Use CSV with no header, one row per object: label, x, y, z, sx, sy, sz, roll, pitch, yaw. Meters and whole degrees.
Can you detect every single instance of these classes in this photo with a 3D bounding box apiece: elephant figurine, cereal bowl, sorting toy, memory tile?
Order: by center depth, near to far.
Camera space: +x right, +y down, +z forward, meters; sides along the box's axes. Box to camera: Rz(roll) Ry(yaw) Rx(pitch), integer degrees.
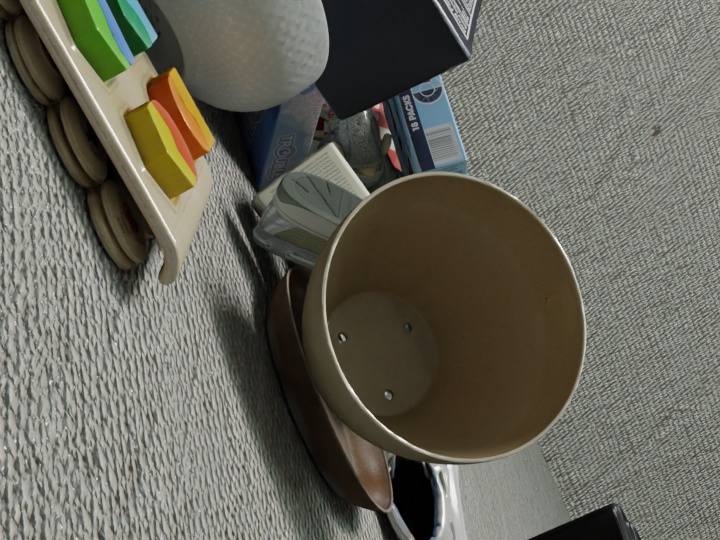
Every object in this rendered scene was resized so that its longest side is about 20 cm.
memory tile,-0.161,-0.107,0.898,0.153,0.017,0.200,-89,155,-73
sorting toy,-0.131,-0.108,0.913,0.185,0.036,0.200,-90,157,-73
cereal bowl,-0.115,-0.187,1.067,0.200,0.083,0.200,42,-22,22
elephant figurine,-0.004,-0.063,1.413,0.141,0.155,0.200,10,64,-55

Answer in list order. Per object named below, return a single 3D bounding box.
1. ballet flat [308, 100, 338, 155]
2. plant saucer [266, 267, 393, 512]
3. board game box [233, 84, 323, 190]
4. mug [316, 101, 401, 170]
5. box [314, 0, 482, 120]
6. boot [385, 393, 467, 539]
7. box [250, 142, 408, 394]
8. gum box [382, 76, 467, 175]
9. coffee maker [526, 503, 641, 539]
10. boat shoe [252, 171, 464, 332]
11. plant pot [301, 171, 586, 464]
ballet flat,-0.029,-0.142,1.484,0.076,0.064,0.200,-83,-178,-75
plant saucer,-0.027,0.096,1.214,0.200,0.032,0.200,-23,90,-84
board game box,-0.080,-0.206,1.348,0.200,0.043,0.199,111,-35,-56
mug,-0.039,-0.172,1.567,0.200,0.133,0.178,58,10,-38
box,-0.005,-0.255,1.172,0.200,0.123,0.198,55,27,-24
boot,0.050,0.170,1.375,0.096,0.073,0.200,69,4,-53
box,0.000,0.000,1.291,0.200,0.082,0.068,55,-9,-2
gum box,0.056,-0.125,1.445,0.200,0.044,0.170,81,-6,-67
coffee maker,0.109,0.242,1.095,0.135,0.200,0.192,59,11,-53
boat shoe,0.015,-0.001,1.228,0.202,0.065,0.074,29,30,-10
plant pot,0.039,0.045,1.119,0.134,0.200,0.201,-30,-100,62
